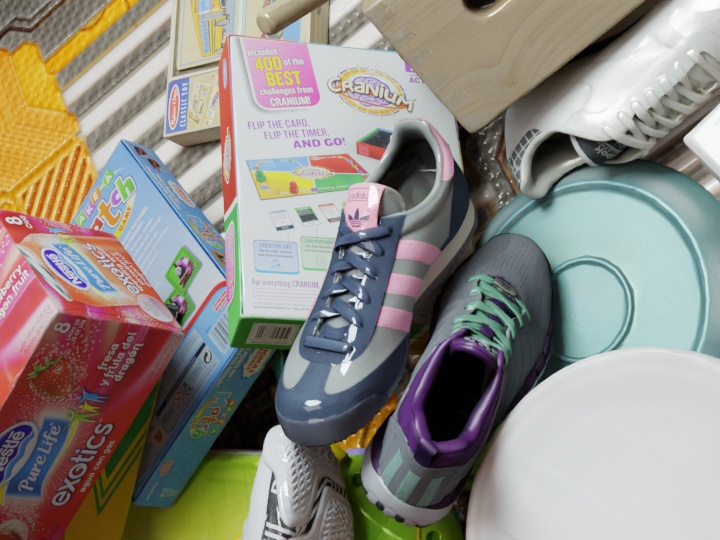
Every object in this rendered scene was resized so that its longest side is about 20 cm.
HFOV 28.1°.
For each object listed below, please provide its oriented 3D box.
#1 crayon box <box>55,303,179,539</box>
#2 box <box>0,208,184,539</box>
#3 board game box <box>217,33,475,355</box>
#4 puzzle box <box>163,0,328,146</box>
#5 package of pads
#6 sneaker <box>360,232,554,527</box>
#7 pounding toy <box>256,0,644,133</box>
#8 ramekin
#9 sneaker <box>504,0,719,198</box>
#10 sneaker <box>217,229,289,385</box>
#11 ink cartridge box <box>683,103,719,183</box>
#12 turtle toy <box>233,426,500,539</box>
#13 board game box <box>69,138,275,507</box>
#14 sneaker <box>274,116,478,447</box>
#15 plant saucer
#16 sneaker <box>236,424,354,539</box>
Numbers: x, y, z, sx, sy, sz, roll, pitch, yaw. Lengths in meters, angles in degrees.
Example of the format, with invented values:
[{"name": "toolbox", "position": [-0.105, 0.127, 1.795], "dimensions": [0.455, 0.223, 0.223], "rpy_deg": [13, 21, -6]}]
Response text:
[{"name": "crayon box", "position": [-0.194, 0.105, 0.920], "dimensions": [0.126, 0.051, 0.202], "rpy_deg": [14, 92, 43]}, {"name": "box", "position": [-0.203, 0.077, 0.834], "dimensions": [0.201, 0.095, 0.100], "rpy_deg": [-56, 50, 18]}, {"name": "board game box", "position": [-0.009, -0.048, 0.891], "dimensions": [0.040, 0.151, 0.202], "rpy_deg": [119, 151, -57]}, {"name": "puzzle box", "position": [-0.084, -0.199, 1.067], "dimensions": [0.132, 0.025, 0.203], "rpy_deg": [-8, 73, 32]}, {"name": "package of pads", "position": [-0.126, 0.194, 0.959], "dimensions": [0.198, 0.068, 0.156], "rpy_deg": [-4, 75, 32]}, {"name": "sneaker", "position": [0.070, 0.044, 0.784], "dimensions": [0.074, 0.088, 0.201], "rpy_deg": [28, 54, 1]}, {"name": "pounding toy", "position": [0.062, -0.188, 0.849], "dimensions": [0.199, 0.142, 0.185], "rpy_deg": [-37, 23, 19]}, {"name": "ramekin", "position": [0.162, 0.141, 0.753], "dimensions": [0.200, 0.094, 0.205], "rpy_deg": [-2, 86, 29]}, {"name": "sneaker", "position": [0.170, -0.109, 0.838], "dimensions": [0.199, 0.076, 0.081], "rpy_deg": [-28, 44, 37]}, {"name": "sneaker", "position": [-0.064, 0.037, 0.958], "dimensions": [0.199, 0.083, 0.122], "rpy_deg": [-26, 55, 24]}, {"name": "ink cartridge box", "position": [0.271, -0.007, 0.707], "dimensions": [0.085, 0.145, 0.201], "rpy_deg": [-44, 58, 12]}, {"name": "turtle toy", "position": [0.017, 0.154, 0.852], "dimensions": [0.145, 0.101, 0.201], "rpy_deg": [36, 102, 11]}, {"name": "board game box", "position": [-0.143, 0.031, 0.950], "dimensions": [0.152, 0.036, 0.200], "rpy_deg": [-55, 51, 17]}, {"name": "sneaker", "position": [0.000, 0.000, 0.784], "dimensions": [0.069, 0.082, 0.201], "rpy_deg": [4, 47, 28]}, {"name": "plant saucer", "position": [0.137, 0.026, 0.860], "dimensions": [0.198, 0.027, 0.203], "rpy_deg": [-9, 72, 30]}, {"name": "sneaker", "position": [-0.068, 0.185, 0.783], "dimensions": [0.114, 0.075, 0.203], "rpy_deg": [-7, 77, 28]}]
